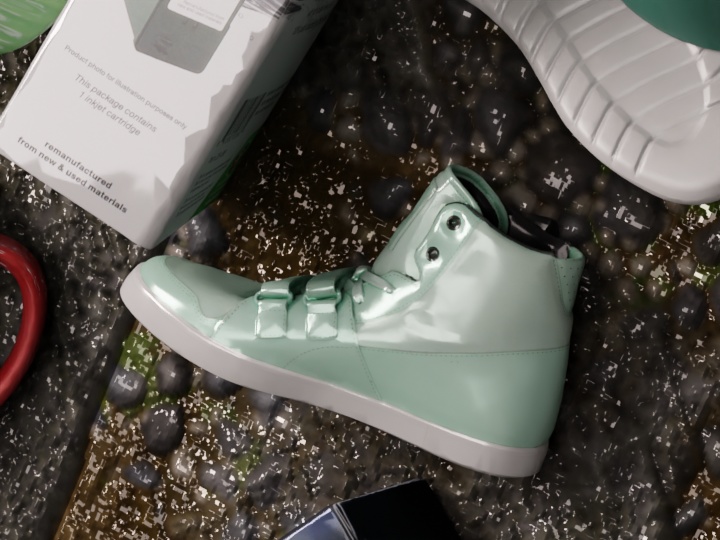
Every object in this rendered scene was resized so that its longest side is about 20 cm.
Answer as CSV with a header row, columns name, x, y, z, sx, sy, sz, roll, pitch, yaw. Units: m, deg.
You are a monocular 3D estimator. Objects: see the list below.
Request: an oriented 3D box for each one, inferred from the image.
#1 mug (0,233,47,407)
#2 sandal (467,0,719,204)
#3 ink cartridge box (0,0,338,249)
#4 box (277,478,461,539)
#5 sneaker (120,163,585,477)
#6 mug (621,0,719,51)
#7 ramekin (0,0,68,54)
name,x,y,z,sx,sy,sz,roll,pitch,yaw
mug,-0.255,0.039,1.105,0.177,0.133,0.201,21,102,22
sandal,0.099,-0.105,1.002,0.082,0.050,0.203,-41,65,2
ink cartridge box,-0.057,-0.123,1.004,0.084,0.146,0.200,33,102,2
box,-0.029,0.206,1.024,0.200,0.107,0.149,-36,78,19
sneaker,0.000,0.000,1.025,0.200,0.074,0.119,19,104,11
mug,0.161,-0.185,0.919,0.185,0.114,0.152,-43,67,1
ramekin,-0.160,-0.192,1.032,0.200,0.097,0.201,-40,36,38
